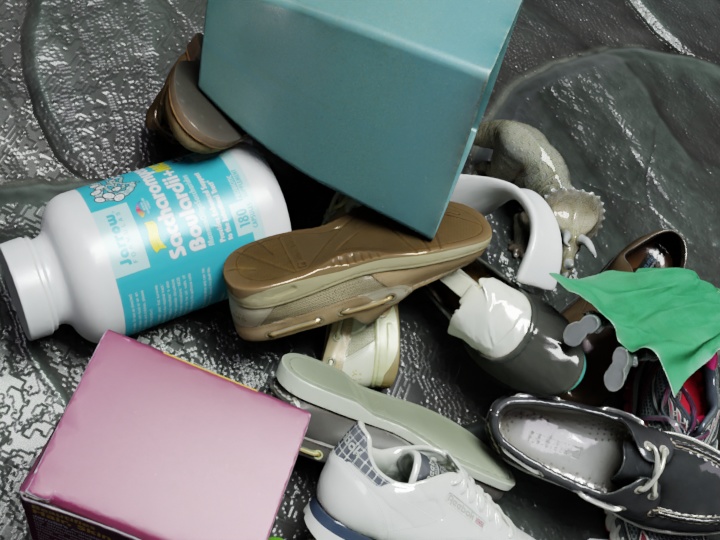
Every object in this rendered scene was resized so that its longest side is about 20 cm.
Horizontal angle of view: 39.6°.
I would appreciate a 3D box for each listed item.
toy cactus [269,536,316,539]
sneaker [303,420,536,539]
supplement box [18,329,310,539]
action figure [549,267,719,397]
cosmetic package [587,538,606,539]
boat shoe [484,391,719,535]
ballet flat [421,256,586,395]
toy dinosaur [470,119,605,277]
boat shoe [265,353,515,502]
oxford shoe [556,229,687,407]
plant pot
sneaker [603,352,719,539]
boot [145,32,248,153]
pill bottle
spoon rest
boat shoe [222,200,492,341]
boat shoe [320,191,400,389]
[{"bbox_3d":[0.016,0.243,0.642,0.198,0.104,0.163,23,14,40],"label":"toy cactus"},{"bbox_3d":[0.061,0.170,0.680,0.197,0.076,0.082,23,96,-22],"label":"sneaker"},{"bbox_3d":[-0.119,0.141,0.605,0.129,0.201,0.105,23,59,-2],"label":"supplement box"},{"bbox_3d":[0.227,0.038,0.734,0.198,0.055,0.119,-9,52,-45],"label":"action figure"},{"bbox_3d":[0.143,0.285,0.654,0.199,0.074,0.103,-41,104,-30],"label":"cosmetic package"},{"bbox_3d":[0.184,0.135,0.713,0.197,0.060,0.075,21,81,15],"label":"boat shoe"},{"bbox_3d":[0.086,0.026,0.753,0.068,0.069,0.200,30,8,-39],"label":"ballet flat"},{"bbox_3d":[0.145,-0.079,0.849,0.076,0.103,0.203,-17,69,-22],"label":"toy dinosaur"},{"bbox_3d":[0.019,0.129,0.731,0.198,0.072,0.061,27,102,-13],"label":"boat shoe"},{"bbox_3d":[0.206,0.036,0.815,0.072,0.085,0.201,35,61,4],"label":"oxford shoe"},{"bbox_3d":[-0.005,-0.149,0.702,0.197,0.143,0.142,21,44,6],"label":"plant pot"},{"bbox_3d":[0.237,0.145,0.769,0.079,0.075,0.203,13,61,-7],"label":"sneaker"},{"bbox_3d":[-0.130,-0.120,0.771,0.073,0.075,0.201,41,14,-21],"label":"boot"},{"bbox_3d":[-0.156,-0.016,0.731,0.197,0.111,0.112,-21,69,-24],"label":"pill bottle"},{"bbox_3d":[0.091,-0.053,0.798,0.098,0.062,0.200,15,15,-38],"label":"spoon rest"},{"bbox_3d":[0.000,0.000,0.724,0.196,0.065,0.072,-12,39,-9],"label":"boat shoe"},{"bbox_3d":[-0.009,-0.007,0.791,0.062,0.073,0.205,0,72,-11],"label":"boat shoe"}]
